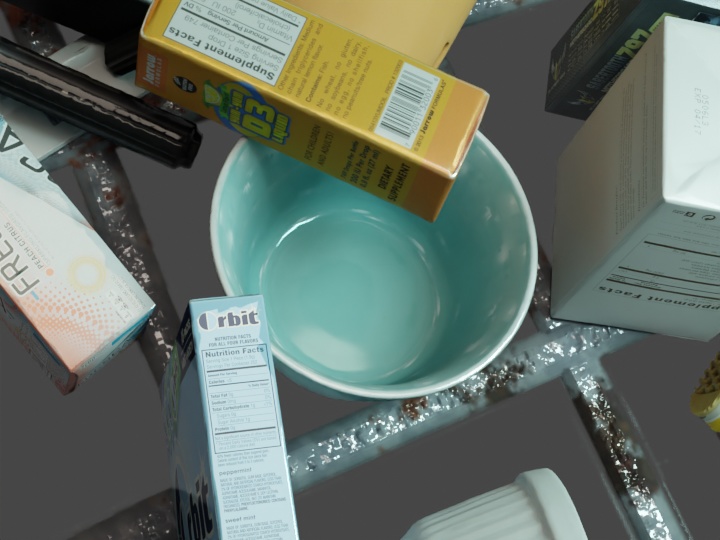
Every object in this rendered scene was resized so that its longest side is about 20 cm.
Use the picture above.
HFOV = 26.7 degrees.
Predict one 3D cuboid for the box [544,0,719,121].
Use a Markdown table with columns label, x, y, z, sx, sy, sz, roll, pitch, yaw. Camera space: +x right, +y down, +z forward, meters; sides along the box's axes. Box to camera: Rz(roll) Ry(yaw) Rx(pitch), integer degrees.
| label | x | y | z | sx | sy | sz | roll | pitch | yaw |
| --- | --- | --- | --- | --- | --- | --- | --- | --- | --- |
| box | 0.225 | -0.144 | 0.995 | 0.155 | 0.200 | 0.052 | 11 | 73 | -9 |

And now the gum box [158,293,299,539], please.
| label | x | y | z | sx | sy | sz | roll | pitch | yaw |
| --- | --- | --- | --- | --- | --- | --- | --- | --- | --- |
| gum box | -0.072 | 0.137 | 0.836 | 0.044 | 0.170 | 0.203 | -4 | 71 | -14 |

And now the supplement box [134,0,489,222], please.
| label | x | y | z | sx | sy | sz | roll | pitch | yaw |
| --- | --- | --- | --- | --- | --- | --- | --- | --- | --- |
| supplement box | -0.030 | -0.105 | 0.882 | 0.198 | 0.067 | 0.069 | 26 | 65 | 1 |

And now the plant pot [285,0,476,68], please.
| label | x | y | z | sx | sy | sz | roll | pitch | yaw |
| --- | --- | --- | --- | --- | --- | --- | --- | --- | --- |
| plant pot | -0.007 | -0.194 | 0.973 | 0.198 | 0.200 | 0.142 | 20 | 82 | -6 |

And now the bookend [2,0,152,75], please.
| label | x | y | z | sx | sy | sz | roll | pitch | yaw |
| --- | --- | --- | --- | --- | --- | --- | --- | --- | --- |
| bookend | -0.191 | -0.256 | 0.933 | 0.198 | 0.092 | 0.202 | 19 | 69 | -38 |

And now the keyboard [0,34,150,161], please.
| label | x | y | z | sx | sy | sz | roll | pitch | yaw |
| --- | --- | --- | --- | --- | --- | --- | --- | --- | --- |
| keyboard | -0.198 | -0.109 | 0.985 | 0.199 | 0.011 | 0.057 | -36 | 87 | -22 |

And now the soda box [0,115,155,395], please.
| label | x | y | z | sx | sy | sz | roll | pitch | yaw |
| --- | --- | --- | --- | --- | --- | --- | --- | --- | --- |
| soda box | -0.212 | -0.026 | 0.914 | 0.068 | 0.064 | 0.201 | -39 | 87 | -22 |

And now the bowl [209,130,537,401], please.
| label | x | y | z | sx | sy | sz | roll | pitch | yaw |
| --- | --- | --- | --- | --- | --- | --- | --- | --- | --- |
| bowl | 0.000 | 0.000 | 0.935 | 0.198 | 0.105 | 0.203 | 5 | 64 | -10 |

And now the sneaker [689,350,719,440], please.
| label | x | y | z | sx | sy | sz | roll | pitch | yaw |
| --- | --- | --- | --- | --- | --- | --- | --- | --- | --- |
| sneaker | 0.306 | 0.051 | 1.019 | 0.090 | 0.075 | 0.200 | 44 | 73 | -4 |

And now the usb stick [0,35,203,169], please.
| label | x | y | z | sx | sy | sz | roll | pitch | yaw |
| --- | --- | --- | --- | --- | --- | --- | --- | --- | --- |
| usb stick | -0.194 | -0.115 | 0.955 | 0.198 | 0.055 | 0.033 | 23 | 97 | -9 |

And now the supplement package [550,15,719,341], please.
| label | x | y | z | sx | sy | sz | roll | pitch | yaw |
| --- | --- | --- | --- | --- | --- | --- | --- | --- | --- |
| supplement package | 0.207 | -0.049 | 0.955 | 0.118 | 0.200 | 0.123 | 9 | 68 | -9 |

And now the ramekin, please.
| label | x | y | z | sx | sy | sz | roll | pitch | yaw |
| --- | --- | --- | --- | --- | --- | --- | --- | --- | --- |
| ramekin | 0.082 | 0.217 | 0.835 | 0.093 | 0.203 | 0.205 | -11 | 73 | -5 |
